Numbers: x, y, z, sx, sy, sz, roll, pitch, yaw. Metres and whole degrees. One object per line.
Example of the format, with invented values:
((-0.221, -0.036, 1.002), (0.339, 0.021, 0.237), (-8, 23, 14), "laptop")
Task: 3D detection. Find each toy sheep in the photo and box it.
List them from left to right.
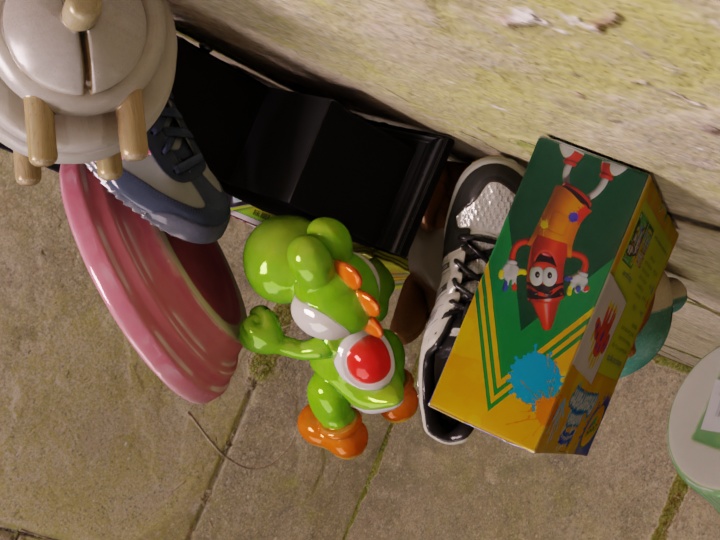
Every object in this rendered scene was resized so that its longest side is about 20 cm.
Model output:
((-0.161, -0.120, 0.755), (0.137, 0.139, 0.200), (23, 168, -20), "toy sheep")

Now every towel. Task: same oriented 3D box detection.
((0.000, 0.000, 1.203), (0.085, 0.018, 0.200), (-8, 170, 15), "towel")

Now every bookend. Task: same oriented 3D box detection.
((-0.077, -0.102, 0.972), (0.199, 0.093, 0.198), (25, 177, -36), "bookend")

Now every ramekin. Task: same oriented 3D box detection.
((0.415, 0.165, 1.422), (0.097, 0.201, 0.200), (32, 175, -32), "ramekin")

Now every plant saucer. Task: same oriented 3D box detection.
((-0.137, -0.005, 0.970), (0.201, 0.051, 0.201), (60, -172, -15), "plant saucer")

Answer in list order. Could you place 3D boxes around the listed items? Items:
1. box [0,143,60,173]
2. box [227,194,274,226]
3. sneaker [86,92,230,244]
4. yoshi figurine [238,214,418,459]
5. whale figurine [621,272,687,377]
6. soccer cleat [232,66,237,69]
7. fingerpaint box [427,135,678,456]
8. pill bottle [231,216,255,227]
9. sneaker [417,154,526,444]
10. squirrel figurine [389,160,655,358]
((-0.316, -0.183, 1.125), (0.114, 0.133, 0.200), (27, -178, 35), "box")
((-0.069, -0.088, 1.149), (0.035, 0.111, 0.199), (23, 179, -40), "box")
((-0.145, -0.107, 0.872), (0.200, 0.082, 0.070), (46, -149, -5), "sneaker")
((-0.026, 0.032, 0.961), (0.111, 0.113, 0.201), (-4, 135, 11), "yoshi figurine")
((0.216, 0.039, 1.248), (0.157, 0.105, 0.200), (-2, -173, 8), "whale figurine")
((-0.163, -0.142, 1.094), (0.199, 0.086, 0.069), (24, 179, -23), "soccer cleat")
((0.125, 0.025, 0.850), (0.073, 0.168, 0.200), (22, 180, 19), "fingerpaint box")
((-0.048, -0.078, 1.295), (0.199, 0.110, 0.110), (24, 180, 4), "pill bottle")
((0.083, 0.026, 0.932), (0.075, 0.202, 0.088), (10, -162, 8), "sneaker")
((0.139, -0.005, 1.059), (0.185, 0.143, 0.200), (12, -169, 17), "squirrel figurine")
